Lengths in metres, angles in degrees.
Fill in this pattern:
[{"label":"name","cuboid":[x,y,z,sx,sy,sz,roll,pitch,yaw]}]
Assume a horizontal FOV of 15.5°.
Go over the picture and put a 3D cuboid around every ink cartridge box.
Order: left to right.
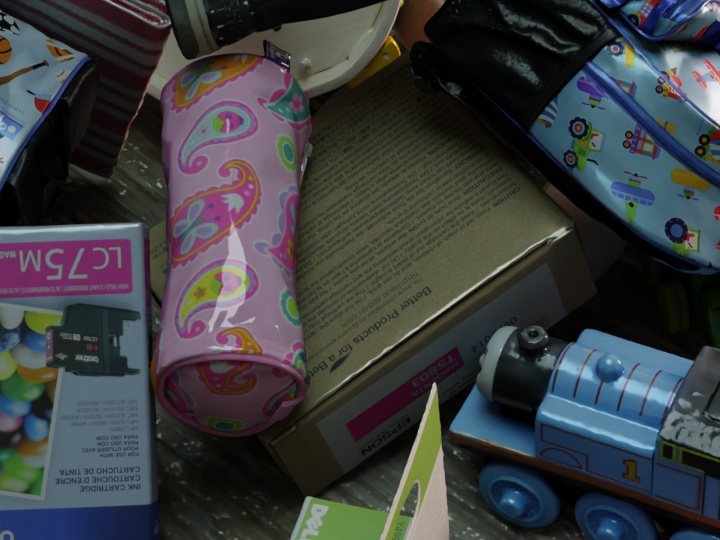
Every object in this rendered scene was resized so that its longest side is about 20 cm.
[{"label":"ink cartridge box","cuboid":[-0.164,0.077,1.334,0.119,0.201,0.042,-2,2,0]},{"label":"ink cartridge box","cuboid":[-0.011,0.162,1.213,0.075,0.200,0.148,10,46,13]},{"label":"ink cartridge box","cuboid":[0.000,0.000,1.422,0.200,0.075,0.165,-34,55,-6]}]

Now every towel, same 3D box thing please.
[{"label":"towel","cuboid":[-0.184,-0.132,1.484,0.146,0.200,0.030,28,61,-2]}]

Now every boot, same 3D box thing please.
[{"label":"boot","cuboid":[-0.019,-0.181,1.424,0.153,0.074,0.204,-12,24,12]}]

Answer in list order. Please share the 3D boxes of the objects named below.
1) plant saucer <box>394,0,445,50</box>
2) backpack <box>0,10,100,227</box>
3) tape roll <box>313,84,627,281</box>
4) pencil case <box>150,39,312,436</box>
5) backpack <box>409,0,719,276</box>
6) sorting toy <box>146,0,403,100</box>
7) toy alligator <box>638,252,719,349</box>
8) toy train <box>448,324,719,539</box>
[{"label":"plant saucer","cuboid":[0.121,-0.157,1.604,0.199,0.035,0.201,5,31,-3]},{"label":"backpack","cuboid":[-0.229,-0.058,1.440,0.154,0.191,0.200,31,48,-13]},{"label":"tape roll","cuboid":[0.063,-0.054,1.539,0.202,0.037,0.203,-2,46,2]},{"label":"pencil case","cuboid":[-0.064,-0.017,1.359,0.087,0.088,0.201,-2,56,2]},{"label":"backpack","cuboid":[0.153,-0.093,1.391,0.200,0.135,0.182,45,19,22]},{"label":"sorting toy","cuboid":[-0.047,-0.171,1.615,0.199,0.107,0.180,-19,22,12]},{"label":"toy alligator","cuboid":[0.197,0.013,1.450,0.059,0.054,0.200,-10,45,-5]},{"label":"toy train","cuboid":[0.141,0.087,1.338,0.199,0.115,0.087,19,49,20]}]
